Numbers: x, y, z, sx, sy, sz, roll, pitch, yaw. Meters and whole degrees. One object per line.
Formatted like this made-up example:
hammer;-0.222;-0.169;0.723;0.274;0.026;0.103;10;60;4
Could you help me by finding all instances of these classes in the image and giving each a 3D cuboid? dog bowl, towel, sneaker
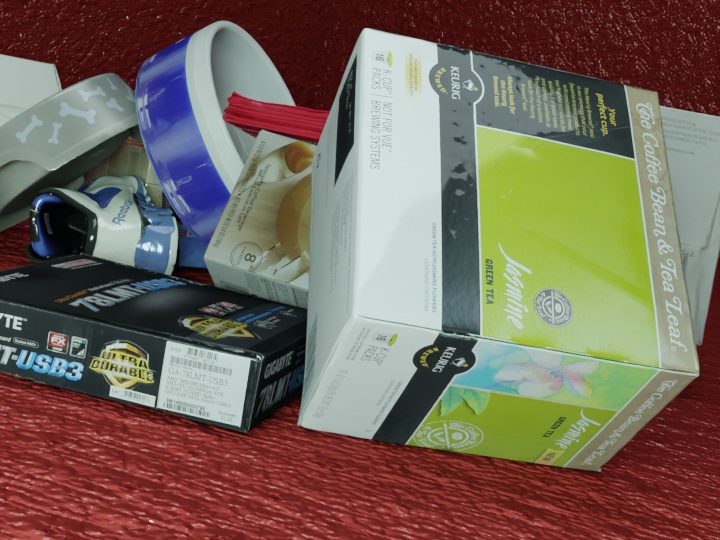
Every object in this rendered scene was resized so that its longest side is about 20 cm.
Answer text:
dog bowl;-0.277;-0.106;1.081;0.199;0.059;0.200;-33;5;3
towel;0.001;-0.086;0.936;0.143;0.023;0.199;16;-5;34
dog bowl;-0.117;-0.118;1.094;0.078;0.202;0.200;-20;-3;19
sneaker;-0.246;-0.047;1.075;0.114;0.082;0.199;9;9;-31

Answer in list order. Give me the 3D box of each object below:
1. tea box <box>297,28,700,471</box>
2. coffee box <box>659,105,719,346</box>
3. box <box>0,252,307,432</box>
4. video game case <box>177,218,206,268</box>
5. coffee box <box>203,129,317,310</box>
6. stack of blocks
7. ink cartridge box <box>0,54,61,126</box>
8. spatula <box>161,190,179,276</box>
tea box;0.074;-0.009;0.710;0.194;0.202;0.134;10;-35;-11
coffee box;0.222;-0.040;1.130;0.197;0.202;0.198;12;-6;4
box;-0.131;0.038;0.752;0.196;0.050;0.200;14;7;10
video game case;-0.179;-0.040;1.252;0.198;0.046;0.181;5;9;-39
coffee box;0.004;-0.013;0.862;0.198;0.115;0.080;16;-24;12
stack of blocks;-0.203;-0.099;1.248;0.114;0.059;0.200;7;10;-31
ink cartridge box;-0.408;-0.141;1.193;0.199;0.085;0.146;-21;-11;31
spatula;-0.173;-0.092;1.120;0.020;0.203;0.057;-1;-13;11
